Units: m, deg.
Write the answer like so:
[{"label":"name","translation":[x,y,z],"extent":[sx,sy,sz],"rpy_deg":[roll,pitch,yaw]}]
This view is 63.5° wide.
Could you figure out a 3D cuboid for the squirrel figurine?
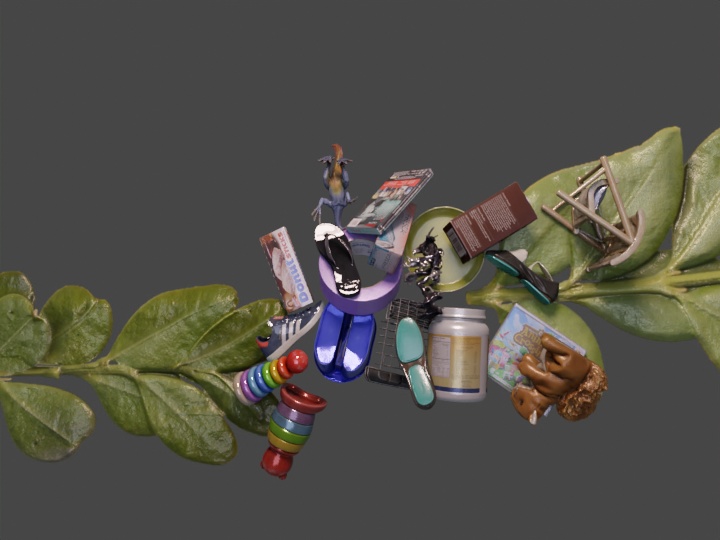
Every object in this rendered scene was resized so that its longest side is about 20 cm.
[{"label":"squirrel figurine","translation":[0.435,0.264,1.291],"extent":[0.197,0.141,0.189],"rpy_deg":[30,97,9]}]

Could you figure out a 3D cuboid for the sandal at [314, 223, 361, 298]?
[{"label":"sandal","translation":[-0.047,-0.033,1.323],"extent":[0.075,0.043,0.203],"rpy_deg":[-20,60,-14]}]

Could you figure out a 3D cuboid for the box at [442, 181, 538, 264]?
[{"label":"box","translation":[0.301,-0.110,1.356],"extent":[0.197,0.075,0.102],"rpy_deg":[-29,84,-11]}]

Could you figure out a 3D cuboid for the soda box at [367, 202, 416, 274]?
[{"label":"soda box","translation":[0.075,-0.087,1.346],"extent":[0.067,0.202,0.064],"rpy_deg":[21,132,-1]}]

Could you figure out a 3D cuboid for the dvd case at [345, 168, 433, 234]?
[{"label":"dvd case","translation":[0.065,-0.161,1.354],"extent":[0.200,0.145,0.022],"rpy_deg":[-48,116,-19]}]

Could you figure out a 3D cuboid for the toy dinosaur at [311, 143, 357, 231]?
[{"label":"toy dinosaur","translation":[-0.043,-0.186,1.428],"extent":[0.102,0.201,0.185],"rpy_deg":[3,125,17]}]

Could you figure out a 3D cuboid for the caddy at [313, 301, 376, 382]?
[{"label":"caddy","translation":[-0.036,0.162,1.385],"extent":[0.138,0.105,0.205],"rpy_deg":[13,72,4]}]

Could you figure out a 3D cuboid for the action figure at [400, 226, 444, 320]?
[{"label":"action figure","translation":[0.142,0.000,1.324],"extent":[0.099,0.120,0.204],"rpy_deg":[-6,59,13]}]

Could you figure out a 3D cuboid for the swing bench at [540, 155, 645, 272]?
[{"label":"swing bench","translation":[0.523,-0.114,1.290],"extent":[0.129,0.199,0.202],"rpy_deg":[-36,84,3]}]

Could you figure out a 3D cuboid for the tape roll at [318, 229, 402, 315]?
[{"label":"tape roll","translation":[0.000,0.000,1.367],"extent":[0.194,0.066,0.204],"rpy_deg":[1,57,-2]}]

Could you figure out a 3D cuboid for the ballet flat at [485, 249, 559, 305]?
[{"label":"ballet flat","translation":[0.385,-0.002,1.372],"extent":[0.199,0.068,0.069],"rpy_deg":[38,81,-3]}]

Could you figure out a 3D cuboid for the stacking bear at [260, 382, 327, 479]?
[{"label":"stacking bear","translation":[-0.174,0.393,1.391],"extent":[0.119,0.114,0.204],"rpy_deg":[22,94,8]}]

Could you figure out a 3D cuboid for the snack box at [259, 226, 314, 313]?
[{"label":"snack box","translation":[-0.184,-0.001,1.455],"extent":[0.071,0.024,0.204],"rpy_deg":[-23,84,5]}]

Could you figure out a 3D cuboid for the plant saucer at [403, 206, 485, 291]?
[{"label":"plant saucer","translation":[0.202,-0.050,1.409],"extent":[0.194,0.031,0.206],"rpy_deg":[0,87,6]}]

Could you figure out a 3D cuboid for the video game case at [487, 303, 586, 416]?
[{"label":"video game case","translation":[0.401,0.210,1.373],"extent":[0.198,0.022,0.184],"rpy_deg":[33,91,8]}]

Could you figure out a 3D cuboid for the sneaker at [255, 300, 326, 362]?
[{"label":"sneaker","translation":[-0.174,0.129,1.416],"extent":[0.199,0.075,0.085],"rpy_deg":[-43,95,2]}]

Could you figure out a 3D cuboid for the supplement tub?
[{"label":"supplement tub","translation":[0.223,0.189,1.334],"extent":[0.140,0.144,0.206],"rpy_deg":[3,86,7]}]

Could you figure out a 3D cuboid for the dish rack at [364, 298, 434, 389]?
[{"label":"dish rack","translation":[0.098,0.171,1.364],"extent":[0.151,0.054,0.205],"rpy_deg":[18,79,-34]}]

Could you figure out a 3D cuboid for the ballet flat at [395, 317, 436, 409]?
[{"label":"ballet flat","translation":[0.119,0.209,1.288],"extent":[0.066,0.069,0.205],"rpy_deg":[-13,68,5]}]

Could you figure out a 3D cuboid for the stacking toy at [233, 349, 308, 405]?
[{"label":"stacking toy","translation":[-0.206,0.246,1.389],"extent":[0.197,0.085,0.087],"rpy_deg":[-30,83,19]}]
